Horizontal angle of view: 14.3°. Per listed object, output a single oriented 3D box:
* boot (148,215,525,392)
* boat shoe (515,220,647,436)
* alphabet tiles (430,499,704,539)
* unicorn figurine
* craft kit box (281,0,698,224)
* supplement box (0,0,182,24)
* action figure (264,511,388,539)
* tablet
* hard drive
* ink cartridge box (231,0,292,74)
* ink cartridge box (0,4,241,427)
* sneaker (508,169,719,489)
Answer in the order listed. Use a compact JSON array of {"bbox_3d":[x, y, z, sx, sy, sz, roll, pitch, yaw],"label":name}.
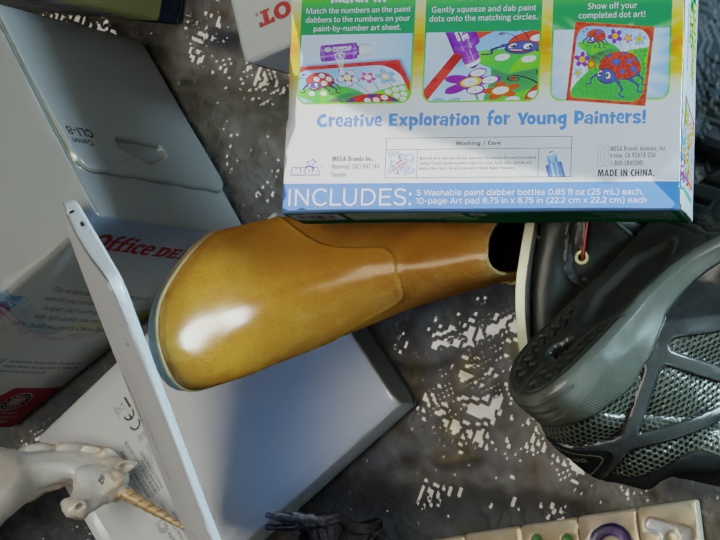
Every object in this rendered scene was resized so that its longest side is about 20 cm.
[{"bbox_3d":[0.000,0.000,1.428,0.144,0.201,0.071,-5,108,36],"label":"boot"},{"bbox_3d":[0.116,-0.016,1.427,0.063,0.074,0.201,4,90,21],"label":"boat shoe"},{"bbox_3d":[0.108,0.226,1.452,0.167,0.008,0.200,-12,79,30],"label":"alphabet tiles"},{"bbox_3d":[-0.215,0.132,1.573,0.200,0.137,0.074,-14,90,46],"label":"unicorn figurine"},{"bbox_3d":[0.064,-0.122,1.396,0.200,0.049,0.198,1,84,15],"label":"craft kit box"},{"bbox_3d":[-0.195,-0.247,1.562,0.134,0.200,0.200,8,90,32],"label":"supplement box"},{"bbox_3d":[-0.036,0.226,1.479,0.102,0.119,0.200,4,81,-10],"label":"action figure"},{"bbox_3d":[-0.104,0.070,1.434,0.014,0.130,0.200,-22,113,-8],"label":"tablet"},{"bbox_3d":[-0.076,0.082,1.565,0.200,0.026,0.132,-43,66,21],"label":"hard drive"},{"bbox_3d":[-0.004,-0.216,1.512,0.147,0.083,0.200,-21,76,29],"label":"ink cartridge box"},{"bbox_3d":[-0.196,-0.026,1.578,0.200,0.145,0.145,-37,68,23],"label":"ink cartridge box"},{"bbox_3d":[0.174,0.029,1.393,0.199,0.114,0.076,-44,27,-10],"label":"sneaker"}]
